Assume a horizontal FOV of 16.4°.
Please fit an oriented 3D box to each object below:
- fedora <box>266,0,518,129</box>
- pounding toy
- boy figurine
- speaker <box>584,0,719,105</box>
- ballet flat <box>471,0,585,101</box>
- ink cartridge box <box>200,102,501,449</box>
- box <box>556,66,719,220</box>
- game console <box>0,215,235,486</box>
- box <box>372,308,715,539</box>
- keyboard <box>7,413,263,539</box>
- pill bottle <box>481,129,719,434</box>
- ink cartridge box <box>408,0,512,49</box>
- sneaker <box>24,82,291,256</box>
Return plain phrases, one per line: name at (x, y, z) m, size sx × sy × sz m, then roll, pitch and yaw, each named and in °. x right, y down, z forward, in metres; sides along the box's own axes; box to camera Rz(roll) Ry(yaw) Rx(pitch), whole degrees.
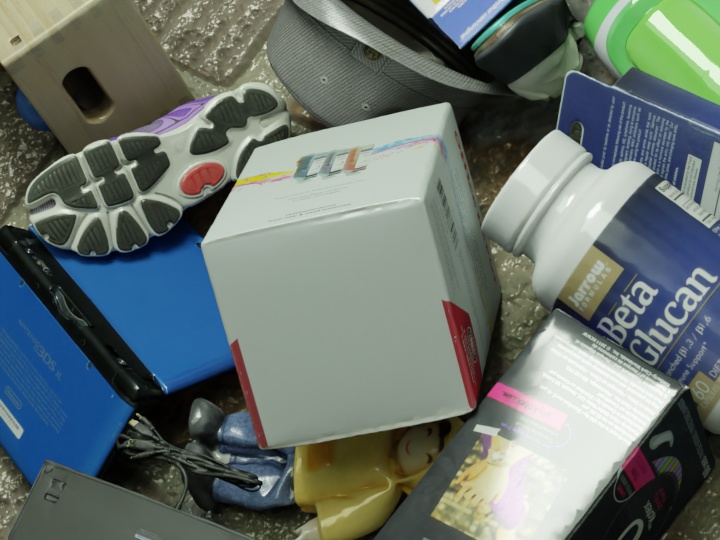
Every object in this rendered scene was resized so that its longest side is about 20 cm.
fedora at (0.014, -0.141, 1.734) m, size 0.090 × 0.200 × 0.177 m, roll -59°, pitch 12°, yaw 20°
pounding toy at (-0.251, -0.192, 1.809) m, size 0.142 × 0.200 × 0.184 m, roll -35°, pitch 57°, yaw -2°
boy figurine at (-0.015, 0.126, 1.634) m, size 0.199 × 0.064 × 0.125 m, roll 0°, pitch 59°, yaw 22°
speaker at (0.240, -0.117, 1.652) m, size 0.088 × 0.088 × 0.200 m, roll -40°, pitch 68°, yaw -6°
ballet flat at (0.121, -0.151, 1.682) m, size 0.073 × 0.200 × 0.073 m, roll 2°, pitch 101°, yaw 8°
ink cartridge box at (0.000, 0.000, 1.599) m, size 0.144 × 0.146 × 0.200 m, roll -12°, pitch 18°, yaw 13°
box at (0.217, -0.053, 1.604) m, size 0.200 × 0.121 × 0.032 m, roll 26°, pitch 46°, yaw 20°
game console at (-0.175, 0.055, 1.746) m, size 0.200 × 0.118 × 0.171 m, roll 46°, pitch 114°, yaw 39°
box at (0.113, 0.146, 1.542) m, size 0.106 × 0.122 × 0.200 m, roll 33°, pitch 77°, yaw 30°
keyboard at (-0.122, 0.167, 1.607) m, size 0.200 × 0.021 × 0.127 m, roll 19°, pitch 72°, yaw 18°
pill bottle at (0.178, 0.002, 1.572) m, size 0.200 × 0.111 × 0.111 m, roll 37°, pitch 78°, yaw 10°
ink cartridge box at (0.057, -0.245, 1.715) m, size 0.119 × 0.042 × 0.200 m, roll -42°, pitch 58°, yaw 3°
sneaker at (-0.144, -0.071, 1.772) m, size 0.200 × 0.081 × 0.083 m, roll -23°, pitch 14°, yaw -17°
